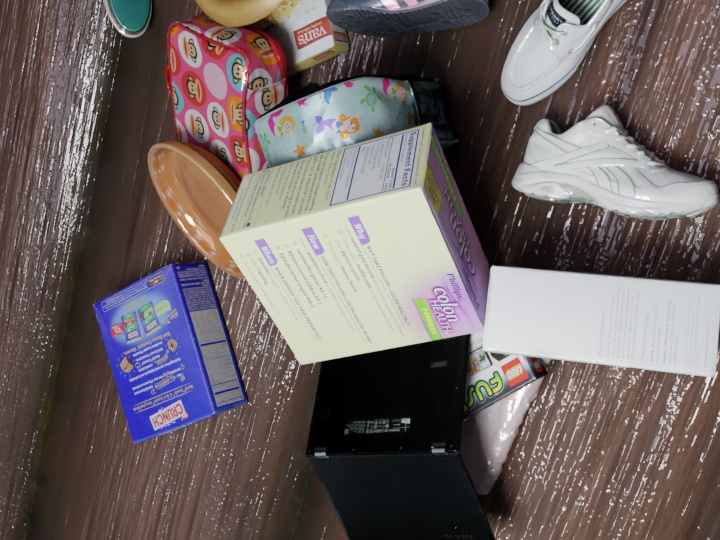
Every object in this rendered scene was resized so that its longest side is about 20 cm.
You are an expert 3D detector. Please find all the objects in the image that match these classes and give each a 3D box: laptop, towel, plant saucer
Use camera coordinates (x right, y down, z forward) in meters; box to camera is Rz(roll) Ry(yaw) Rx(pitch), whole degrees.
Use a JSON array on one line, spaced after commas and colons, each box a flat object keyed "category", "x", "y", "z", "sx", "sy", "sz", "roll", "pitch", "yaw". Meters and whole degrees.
[{"category": "laptop", "x": 0.049, "y": 0.185, "z": 0.922, "sx": 0.185, "sy": 0.116, "sz": 0.203, "roll": -9, "pitch": 59, "yaw": 33}, {"category": "towel", "x": 0.102, "y": 0.112, "z": 0.948, "sx": 0.190, "sy": 0.032, "sz": 0.202, "roll": 30, "pitch": 109, "yaw": 29}, {"category": "plant saucer", "x": -0.185, "y": -0.079, "z": 1.066, "sx": 0.199, "sy": 0.037, "sz": 0.201, "roll": 37, "pitch": 152, "yaw": 24}]

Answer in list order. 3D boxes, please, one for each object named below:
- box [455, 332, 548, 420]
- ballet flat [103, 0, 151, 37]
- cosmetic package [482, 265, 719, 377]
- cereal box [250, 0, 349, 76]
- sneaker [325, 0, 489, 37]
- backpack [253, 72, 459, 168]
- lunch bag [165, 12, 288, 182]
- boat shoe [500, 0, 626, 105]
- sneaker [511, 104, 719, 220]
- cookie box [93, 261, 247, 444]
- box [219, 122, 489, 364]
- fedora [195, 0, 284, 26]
[{"category": "box", "x": 0.088, "y": 0.109, "z": 0.918, "sx": 0.199, "sy": 0.035, "sz": 0.111, "roll": -35, "pitch": 74, "yaw": 30}, {"category": "ballet flat", "x": -0.333, "y": -0.404, "z": 1.183, "sx": 0.069, "sy": 0.069, "sz": 0.203, "roll": -19, "pitch": 79, "yaw": 33}, {"category": "cosmetic package", "x": 0.215, "y": 0.045, "z": 0.783, "sx": 0.197, "sy": 0.113, "sz": 0.082, "roll": 4, "pitch": 86, "yaw": 16}, {"category": "cereal box", "x": -0.098, "y": -0.340, "z": 1.038, "sx": 0.142, "sy": 0.039, "sz": 0.203, "roll": -15, "pitch": 86, "yaw": 34}, {"category": "sneaker", "x": 0.054, "y": -0.307, "z": 0.935, "sx": 0.198, "sy": 0.070, "sz": 0.083, "roll": 4, "pitch": 79, "yaw": 31}, {"category": "backpack", "x": -0.008, "y": -0.130, "z": 0.901, "sx": 0.176, "sy": 0.199, "sz": 0.153, "roll": -16, "pitch": 85, "yaw": 32}, {"category": "lunch bag", "x": -0.169, "y": -0.202, "z": 1.038, "sx": 0.175, "sy": 0.082, "sz": 0.202, "roll": 29, "pitch": 134, "yaw": 29}, {"category": "boat shoe", "x": 0.199, "y": -0.248, "z": 0.833, "sx": 0.074, "sy": 0.066, "sz": 0.201, "roll": 48, "pitch": 117, "yaw": 21}, {"category": "sneaker", "x": 0.240, "y": -0.105, "z": 0.814, "sx": 0.198, "sy": 0.078, "sz": 0.101, "roll": 15, "pitch": 99, "yaw": 31}, {"category": "cookie box", "x": -0.259, "y": 0.112, "z": 1.161, "sx": 0.170, "sy": 0.075, "sz": 0.203, "roll": -23, "pitch": 81, "yaw": 32}, {"category": "box", "x": 0.001, "y": -0.018, "z": 0.811, "sx": 0.197, "sy": 0.097, "sz": 0.177, "roll": -12, "pitch": 129, "yaw": 22}, {"category": "fedora", "x": -0.111, "y": -0.371, "z": 0.973, "sx": 0.198, "sy": 0.082, "sz": 0.204, "roll": 0, "pitch": 89, "yaw": 29}]
